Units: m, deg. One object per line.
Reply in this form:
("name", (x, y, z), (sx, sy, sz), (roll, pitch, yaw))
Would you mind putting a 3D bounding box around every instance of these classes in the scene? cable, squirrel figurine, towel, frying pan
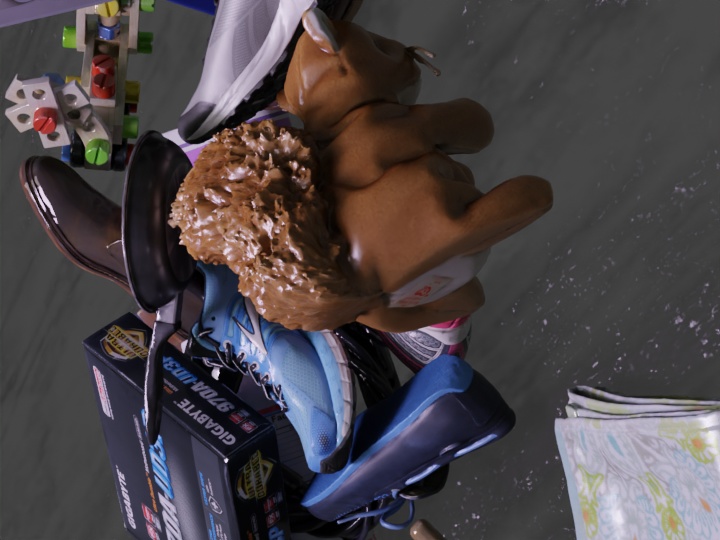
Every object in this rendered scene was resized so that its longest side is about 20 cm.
("cable", (-0.046, 0.102, 1.476), (0.051, 0.163, 0.201), (-12, -97, -75))
("squirrel figurine", (-0.015, -0.063, 1.259), (0.187, 0.199, 0.142), (65, 159, 21))
("towel", (0.183, 0.164, 1.178), (0.171, 0.048, 0.201), (-2, 103, 63))
("frying pan", (-0.126, 0.006, 1.305), (0.115, 0.031, 0.191), (50, -138, -71))

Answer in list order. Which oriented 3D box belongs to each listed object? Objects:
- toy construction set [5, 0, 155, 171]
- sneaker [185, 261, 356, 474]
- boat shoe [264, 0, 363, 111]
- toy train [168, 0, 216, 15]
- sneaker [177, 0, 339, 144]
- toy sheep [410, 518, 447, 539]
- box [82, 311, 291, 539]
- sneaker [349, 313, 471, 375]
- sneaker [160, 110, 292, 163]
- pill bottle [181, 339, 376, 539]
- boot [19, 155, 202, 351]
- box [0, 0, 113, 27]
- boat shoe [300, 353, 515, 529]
("toy construction set", (-0.204, -0.155, 1.616), (0.200, 0.092, 0.131), (-72, -5, -45))
("sneaker", (-0.067, 0.054, 1.366), (0.200, 0.090, 0.079), (59, 160, 30))
("boat shoe", (-0.042, -0.180, 1.384), (0.071, 0.070, 0.200), (59, 148, 34))
("toy train", (-0.088, -0.285, 1.422), (0.201, 0.084, 0.116), (-65, 26, 22))
("sneaker", (-0.064, -0.165, 1.326), (0.079, 0.074, 0.200), (38, 117, 8))
("toy sheep", (0.052, 0.241, 1.382), (0.200, 0.137, 0.138), (-44, 66, 55))
("box", (-0.115, 0.146, 1.457), (0.159, 0.046, 0.201), (35, 146, 36))
("sneaker", (0.000, 0.000, 1.395), (0.200, 0.080, 0.075), (45, 144, 42))
("sneaker", (-0.103, -0.059, 1.568), (0.200, 0.072, 0.115), (-7, 103, 64))
("pill bottle", (-0.065, 0.137, 1.564), (0.109, 0.108, 0.201), (-25, 82, 63))
("boot", (-0.162, -0.031, 1.593), (0.097, 0.075, 0.200), (-35, 107, 33))
("box", (-0.222, -0.283, 1.521), (0.097, 0.199, 0.177), (55, 147, 29))
("boat shoe", (0.027, 0.128, 1.367), (0.069, 0.084, 0.200), (35, 147, -12))
